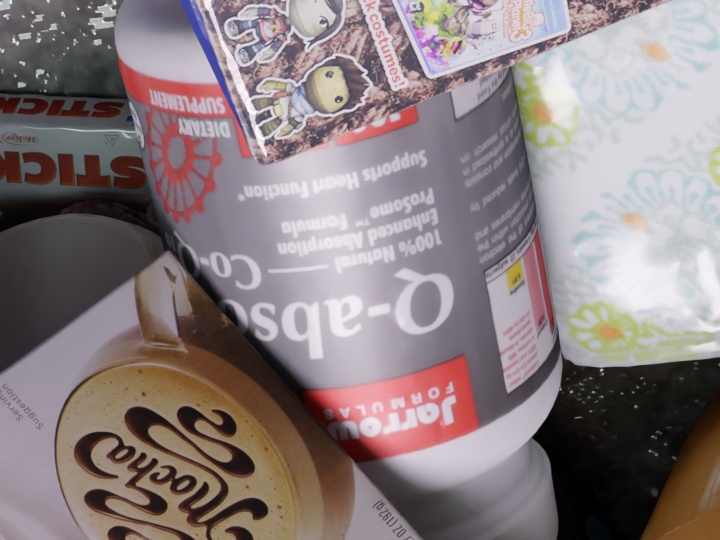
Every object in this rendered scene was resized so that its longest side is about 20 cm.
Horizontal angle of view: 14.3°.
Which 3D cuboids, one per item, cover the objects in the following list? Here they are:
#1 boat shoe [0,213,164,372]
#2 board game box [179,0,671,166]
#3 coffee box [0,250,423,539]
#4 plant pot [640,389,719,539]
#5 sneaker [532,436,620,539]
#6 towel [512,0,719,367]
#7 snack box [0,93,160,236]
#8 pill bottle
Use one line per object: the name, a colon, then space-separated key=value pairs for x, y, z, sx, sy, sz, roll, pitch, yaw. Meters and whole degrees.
boat shoe: x=-0.114 y=0.046 z=0.982 sx=0.199 sy=0.075 sz=0.093 roll=-26 pitch=150 yaw=33
board game box: x=0.034 y=-0.135 z=0.758 sx=0.199 sy=0.160 sz=0.097 roll=-22 pitch=119 yaw=-3
coffee box: x=-0.039 y=0.111 z=0.823 sx=0.200 sy=0.113 sz=0.080 roll=49 pitch=139 yaw=5
plant pot: x=0.160 y=0.123 z=0.927 sx=0.199 sy=0.184 sz=0.201 roll=4 pitch=124 yaw=6
sneaker: x=0.068 y=0.139 z=1.020 sx=0.082 sy=0.073 sz=0.200 roll=-25 pitch=115 yaw=25
towel: x=0.128 y=-0.061 z=0.895 sx=0.170 sy=0.048 sz=0.201 roll=-5 pitch=122 yaw=12
snack box: x=-0.046 y=-0.020 z=0.964 sx=0.199 sy=0.024 sz=0.072 roll=3 pitch=121 yaw=8
pill bottle: x=0.000 y=0.000 z=0.884 sx=0.115 sy=0.116 sz=0.201 roll=-6 pitch=114 yaw=14
